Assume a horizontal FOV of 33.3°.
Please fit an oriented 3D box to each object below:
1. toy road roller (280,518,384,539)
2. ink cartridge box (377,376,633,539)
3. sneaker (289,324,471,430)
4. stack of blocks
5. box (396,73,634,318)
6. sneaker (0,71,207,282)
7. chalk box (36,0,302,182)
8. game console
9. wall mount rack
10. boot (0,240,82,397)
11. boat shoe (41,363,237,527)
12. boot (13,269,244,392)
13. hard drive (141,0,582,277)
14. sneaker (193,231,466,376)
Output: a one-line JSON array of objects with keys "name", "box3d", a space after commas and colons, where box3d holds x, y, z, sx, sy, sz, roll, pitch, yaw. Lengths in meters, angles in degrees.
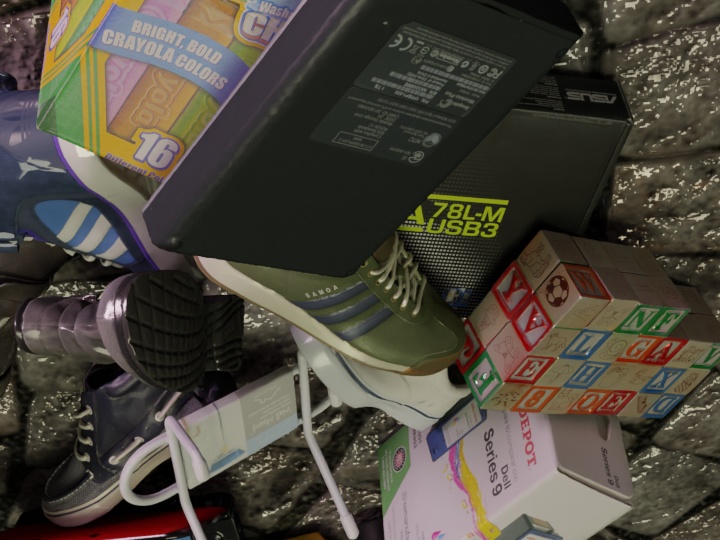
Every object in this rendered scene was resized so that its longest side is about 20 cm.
[{"name": "toy road roller", "box3d": [-0.019, 0.324, 1.122, 0.197, 0.124, 0.146, -13, 148, 6]}, {"name": "ink cartridge box", "box3d": [0.106, 0.158, 0.942, 0.087, 0.146, 0.200, 26, 129, -28]}, {"name": "sneaker", "box3d": [0.021, 0.060, 0.879, 0.071, 0.073, 0.200, -39, 149, 13]}, {"name": "stack of blocks", "box3d": [0.174, 0.043, 0.851, 0.198, 0.059, 0.115, 8, 132, -38]}, {"name": "box", "box3d": [0.053, -0.048, 0.793, 0.197, 0.048, 0.194, 5, 139, -12]}, {"name": "sneaker", "box3d": [-0.189, -0.042, 0.743, 0.145, 0.082, 0.200, -10, 155, 13]}, {"name": "chalk box", "box3d": [-0.066, -0.153, 0.616, 0.123, 0.125, 0.200, 22, 128, -27]}, {"name": "game console", "box3d": [-0.203, 0.255, 1.005, 0.197, 0.119, 0.174, -7, 118, 11]}, {"name": "wall mount rack", "box3d": [-0.073, 0.154, 0.902, 0.199, 0.075, 0.175, -27, 136, -24]}, {"name": "boot", "box3d": [-0.295, 0.001, 0.803, 0.198, 0.070, 0.175, 13, 128, -25]}, {"name": "boat shoe", "box3d": [-0.196, 0.118, 0.927, 0.199, 0.075, 0.093, -37, 125, 17]}, {"name": "boot", "box3d": [-0.157, 0.038, 0.741, 0.130, 0.071, 0.200, 2, 171, 10]}, {"name": "hard drive", "box3d": [-0.001, -0.072, 0.604, 0.139, 0.033, 0.200, 8, 137, -43]}, {"name": "sneaker", "box3d": [0.000, 0.000, 0.754, 0.199, 0.068, 0.090, 25, 137, -22]}]
